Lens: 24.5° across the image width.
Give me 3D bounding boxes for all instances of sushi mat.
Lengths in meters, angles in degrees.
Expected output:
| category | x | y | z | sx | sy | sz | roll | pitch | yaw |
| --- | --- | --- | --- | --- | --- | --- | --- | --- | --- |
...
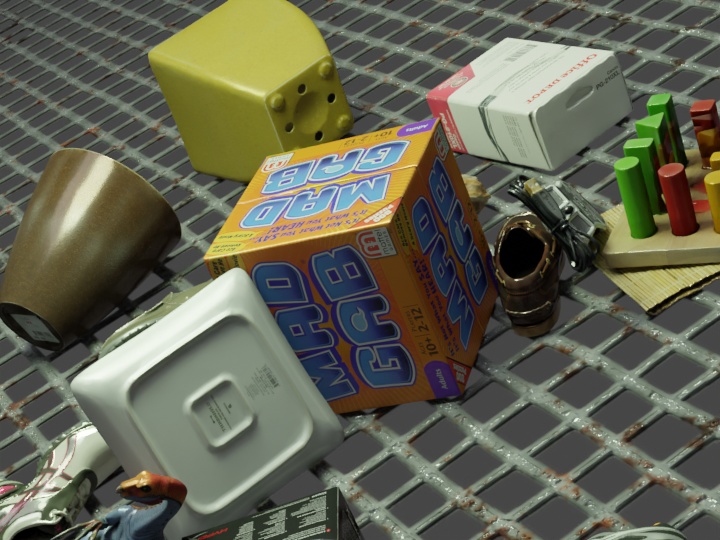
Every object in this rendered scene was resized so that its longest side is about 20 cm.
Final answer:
| category | x | y | z | sx | sy | sz | roll | pitch | yaw |
| --- | --- | --- | --- | --- | --- | --- | --- | --- | --- |
| sushi mat | 0.282 | -0.017 | 1.645 | 0.095 | 0.012 | 0.200 | -27 | 28 | -6 |

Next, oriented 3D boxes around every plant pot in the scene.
| category | x | y | z | sx | sy | sz | roll | pitch | yaw |
| --- | --- | --- | --- | --- | --- | --- | --- | --- | --- |
| plant pot | -0.342 | -0.009 | 1.980 | 0.186 | 0.187 | 0.200 | 2 | 52 | 40 |
| plant pot | -0.120 | -0.229 | 2.156 | 0.194 | 0.196 | 0.200 | -37 | 36 | -23 |

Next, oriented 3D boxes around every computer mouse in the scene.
| category | x | y | z | sx | sy | sz | roll | pitch | yaw |
| --- | --- | --- | --- | --- | --- | --- | --- | --- | --- |
| computer mouse | 0.199 | -0.048 | 1.628 | 0.044 | 0.110 | 0.200 | -47 | -10 | 13 |

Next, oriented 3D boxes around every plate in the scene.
| category | x | y | z | sx | sy | sz | roll | pitch | yaw |
| --- | --- | --- | --- | --- | --- | --- | --- | --- | --- |
| plate | -0.131 | 0.130 | 1.514 | 0.200 | 0.200 | 0.032 | -35 | 11 | -22 |

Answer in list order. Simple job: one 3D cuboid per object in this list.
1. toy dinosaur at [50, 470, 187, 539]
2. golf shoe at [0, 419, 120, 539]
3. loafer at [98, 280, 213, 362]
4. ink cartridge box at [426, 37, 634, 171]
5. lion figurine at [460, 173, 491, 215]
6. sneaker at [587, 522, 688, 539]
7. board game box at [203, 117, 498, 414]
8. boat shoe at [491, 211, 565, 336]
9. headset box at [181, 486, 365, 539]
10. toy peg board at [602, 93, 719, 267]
| category | x | y | z | sx | sy | sz | roll | pitch | yaw |
| --- | --- | --- | --- | --- | --- | --- | --- | --- | --- |
| toy dinosaur | -0.211 | 0.223 | 1.436 | 0.182 | 0.105 | 0.200 | -48 | 20 | 17 |
| golf shoe | -0.295 | 0.224 | 1.638 | 0.200 | 0.077 | 0.088 | -35 | 49 | -15 |
| loafer | -0.203 | 0.067 | 1.830 | 0.199 | 0.076 | 0.070 | -26 | 21 | -24 |
| ink cartridge box | 0.199 | -0.198 | 1.951 | 0.145 | 0.085 | 0.200 | -36 | 29 | -22 |
| lion figurine | 0.040 | -0.072 | 1.867 | 0.199 | 0.073 | 0.122 | -7 | -3 | 42 |
| sneaker | 0.160 | 0.241 | 1.236 | 0.199 | 0.079 | 0.077 | -15 | 15 | 10 |
| board game box | 0.000 | 0.000 | 1.634 | 0.199 | 0.200 | 0.200 | -11 | 29 | 24 |
| boat shoe | 0.169 | -0.014 | 1.670 | 0.070 | 0.071 | 0.200 | -18 | 27 | 10 |
| headset box | -0.072 | 0.281 | 1.334 | 0.148 | 0.077 | 0.200 | -20 | 29 | 9 |
| toy peg board | 0.350 | -0.101 | 1.629 | 0.198 | 0.098 | 0.200 | -3 | 32 | 29 |
